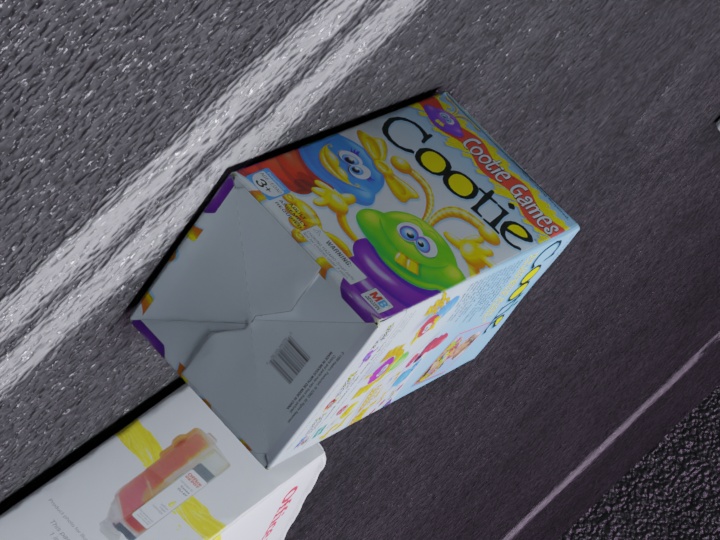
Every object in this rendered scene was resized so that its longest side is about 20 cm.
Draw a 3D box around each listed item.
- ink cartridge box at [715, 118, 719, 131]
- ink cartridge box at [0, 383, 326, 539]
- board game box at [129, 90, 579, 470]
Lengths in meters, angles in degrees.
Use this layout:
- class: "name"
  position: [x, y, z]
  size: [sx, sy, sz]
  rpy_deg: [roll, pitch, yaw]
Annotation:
- class: "ink cartridge box"
  position: [0.386, -0.123, 2.162]
  size: [0.200, 0.147, 0.146]
  rpy_deg: [-47, 168, 14]
- class: "ink cartridge box"
  position: [-0.129, 0.153, 1.591]
  size: [0.200, 0.083, 0.145]
  rpy_deg: [-35, 165, -35]
- class: "board game box"
  position: [0.000, 0.000, 1.461]
  size: [0.105, 0.103, 0.200]
  rpy_deg: [-52, 165, 31]
